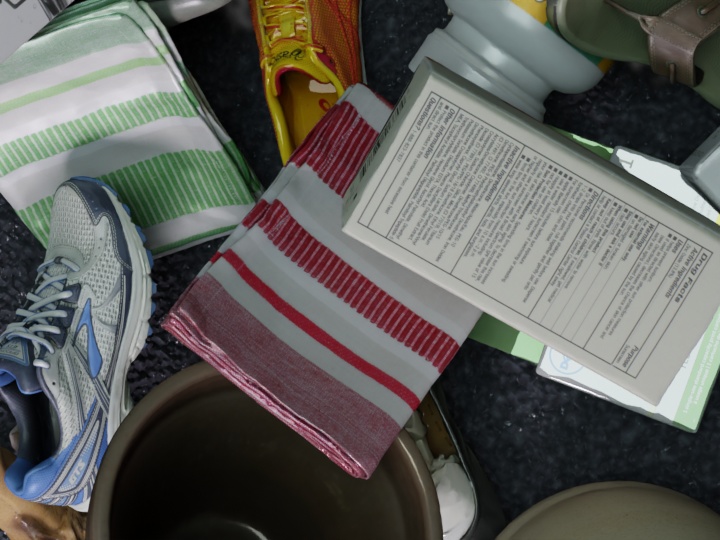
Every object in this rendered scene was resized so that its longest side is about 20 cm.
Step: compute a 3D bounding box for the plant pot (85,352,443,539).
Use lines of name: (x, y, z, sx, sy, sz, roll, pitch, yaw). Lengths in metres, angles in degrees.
plant pot: (-0.068, 0.170, 1.087, 0.199, 0.175, 0.202, 5, 66, -13)

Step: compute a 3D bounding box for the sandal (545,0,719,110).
sandal: (0.189, -0.135, 1.040, 0.080, 0.200, 0.057, -62, 34, 14)

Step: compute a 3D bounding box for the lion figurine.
lion figurine: (-0.220, 0.127, 1.149, 0.073, 0.200, 0.123, -47, 46, 5)

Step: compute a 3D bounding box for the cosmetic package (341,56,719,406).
cosmetic package: (0.098, -0.024, 1.028, 0.199, 0.087, 0.104, 30, 101, -6)

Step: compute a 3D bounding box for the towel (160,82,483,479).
towel: (0.000, 0.000, 1.066, 0.144, 0.023, 0.200, 37, 64, 0)

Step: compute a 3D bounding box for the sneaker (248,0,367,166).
sneaker: (-0.033, -0.145, 1.142, 0.073, 0.077, 0.201, -18, 82, 14)

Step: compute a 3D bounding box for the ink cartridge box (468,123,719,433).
ink cartridge box: (0.132, -0.006, 1.119, 0.199, 0.048, 0.146, 21, 95, 11)

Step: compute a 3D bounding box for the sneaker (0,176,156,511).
sneaker: (-0.174, 0.044, 1.102, 0.077, 0.085, 0.202, -4, 86, 49)

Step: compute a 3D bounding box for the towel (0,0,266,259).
towel: (-0.156, -0.074, 1.127, 0.152, 0.200, 0.023, -18, 48, 13)

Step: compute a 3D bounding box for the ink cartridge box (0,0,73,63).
ink cartridge box: (-0.224, -0.195, 1.069, 0.200, 0.084, 0.146, -45, 43, -16)

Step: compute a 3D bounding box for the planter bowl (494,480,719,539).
planter bowl: (0.159, 0.218, 1.038, 0.199, 0.135, 0.202, 1, 84, -5)

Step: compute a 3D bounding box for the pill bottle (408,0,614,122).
pill bottle: (0.118, -0.175, 1.087, 0.113, 0.113, 0.200, 38, 97, 11)

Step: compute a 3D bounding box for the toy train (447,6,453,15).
toy train: (0.006, -0.258, 1.139, 0.115, 0.085, 0.202, 5, 98, 29)

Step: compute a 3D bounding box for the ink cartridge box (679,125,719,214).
ink cartridge box: (0.311, -0.047, 1.050, 0.176, 0.045, 0.200, -44, 97, 5)

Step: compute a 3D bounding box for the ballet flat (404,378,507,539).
ballet flat: (0.028, 0.107, 1.129, 0.068, 0.068, 0.201, -25, 86, 20)

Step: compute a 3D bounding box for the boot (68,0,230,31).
boot: (-0.137, -0.121, 1.148, 0.199, 0.068, 0.131, -10, 120, 31)
